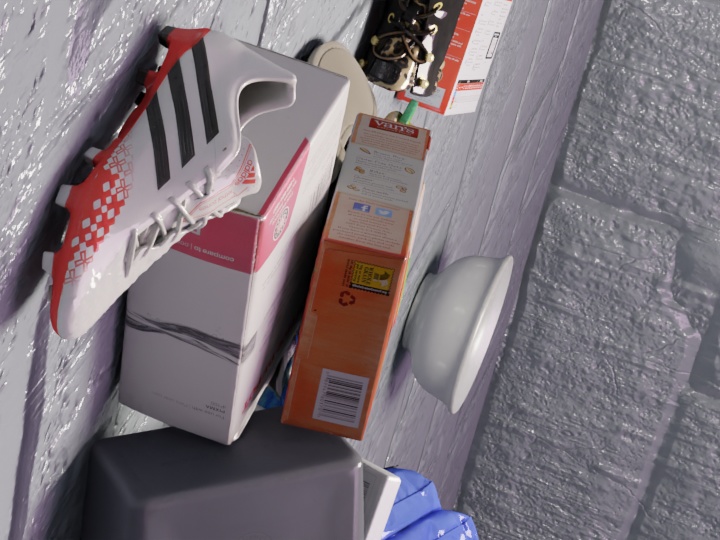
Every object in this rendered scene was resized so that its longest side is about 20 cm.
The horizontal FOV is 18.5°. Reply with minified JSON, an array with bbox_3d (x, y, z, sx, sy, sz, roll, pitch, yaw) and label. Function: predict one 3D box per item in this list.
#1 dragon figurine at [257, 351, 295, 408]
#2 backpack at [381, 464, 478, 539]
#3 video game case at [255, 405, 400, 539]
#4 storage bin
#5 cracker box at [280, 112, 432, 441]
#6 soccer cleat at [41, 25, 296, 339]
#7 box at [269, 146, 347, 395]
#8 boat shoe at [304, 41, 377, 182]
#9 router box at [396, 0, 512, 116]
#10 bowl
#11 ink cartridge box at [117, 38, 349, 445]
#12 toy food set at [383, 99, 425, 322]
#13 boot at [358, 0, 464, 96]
[{"bbox_3d":[-0.053,0.098,1.621,0.059,0.099,0.200,-26,138,-33],"label":"dragon figurine"},{"bbox_3d":[-0.015,0.252,1.783,0.162,0.200,0.168,-13,88,-52],"label":"backpack"},{"bbox_3d":[-0.067,0.177,1.559,0.018,0.200,0.144,15,96,-47],"label":"video game case"},{"bbox_3d":[-0.090,0.164,1.405,0.146,0.199,0.135,45,-44,52],"label":"storage bin"},{"bbox_3d":[0.000,0.000,1.430,0.200,0.058,0.134,-78,180,-62],"label":"cracker box"},{"bbox_3d":[-0.100,-0.044,1.159,0.069,0.085,0.200,97,16,-57],"label":"soccer cleat"},{"bbox_3d":[-0.045,-0.006,1.707,0.200,0.050,0.199,93,20,-64],"label":"box"},{"bbox_3d":[-0.040,-0.103,1.554,0.063,0.073,0.200,-27,-163,23],"label":"boat shoe"},{"bbox_3d":[0.100,-0.237,2.066,0.200,0.049,0.180,-22,131,-78],"label":"router box"},{"bbox_3d":[0.107,0.062,2.643,0.201,0.090,0.202,21,90,-82],"label":"bowl"},{"bbox_3d":[-0.080,-0.015,1.351,0.147,0.083,0.200,-62,168,-45],"label":"ink cartridge box"},{"bbox_3d":[0.015,-0.027,1.649,0.198,0.049,0.200,-72,173,-63],"label":"toy food set"},{"bbox_3d":[0.045,-0.213,1.729,0.200,0.073,0.151,-56,164,-77],"label":"boot"}]
